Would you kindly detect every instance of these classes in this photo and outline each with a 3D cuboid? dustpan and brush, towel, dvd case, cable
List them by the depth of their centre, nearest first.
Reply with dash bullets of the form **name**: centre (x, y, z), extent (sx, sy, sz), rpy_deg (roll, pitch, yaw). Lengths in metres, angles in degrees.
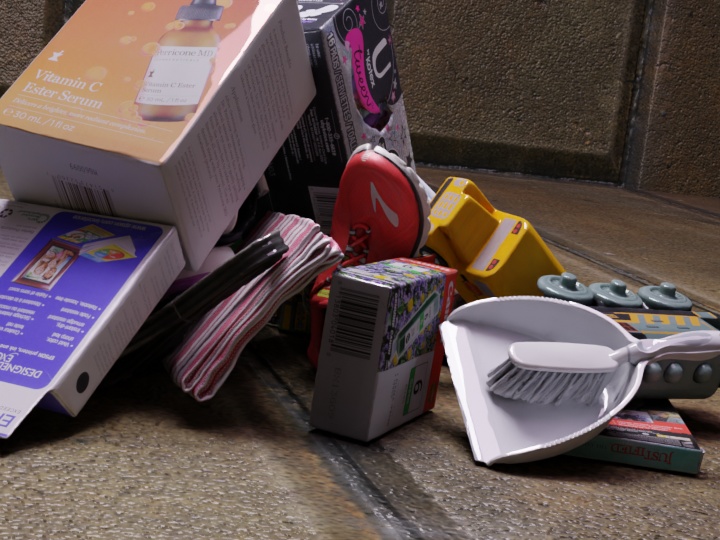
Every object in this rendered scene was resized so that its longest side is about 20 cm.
- **cable**: centre (-0.137, 0.024, 1.013), extent (0.200, 0.051, 0.097), rpy_deg (-41, -13, 37)
- **dustpan and brush**: centre (0.167, 0.065, 1.029), extent (0.198, 0.058, 0.140), rpy_deg (1, 44, -14)
- **towel**: centre (-0.087, 0.023, 1.071), extent (0.030, 0.147, 0.200), rpy_deg (43, -5, -14)
- **dvd case**: centre (0.171, 0.108, 1.121), extent (0.144, 0.022, 0.200), rpy_deg (8, 10, 1)

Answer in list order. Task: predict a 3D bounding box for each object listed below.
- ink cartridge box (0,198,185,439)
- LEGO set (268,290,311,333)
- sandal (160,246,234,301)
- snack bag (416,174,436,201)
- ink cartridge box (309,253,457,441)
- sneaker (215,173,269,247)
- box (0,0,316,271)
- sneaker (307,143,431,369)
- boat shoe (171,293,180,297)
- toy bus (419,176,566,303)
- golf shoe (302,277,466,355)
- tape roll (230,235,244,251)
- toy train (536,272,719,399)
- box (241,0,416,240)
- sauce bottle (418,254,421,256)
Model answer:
- **ink cartridge box**: centre (-0.246, 0.034, 0.980), extent (0.196, 0.044, 0.201), rpy_deg (10, 45, 27)
- **LEGO set**: centre (-0.077, -0.020, 1.396), extent (0.199, 0.117, 0.153), rpy_deg (16, 12, 43)
- **sandal**: centre (-0.176, 0.030, 1.116), extent (0.202, 0.050, 0.082), rpy_deg (-22, -10, 38)
- **snack bag**: centre (0.010, -0.054, 1.420), extent (0.188, 0.021, 0.200), rpy_deg (44, -28, -5)
- **ink cartridge box**: centre (0.031, 0.050, 1.079), extent (0.050, 0.110, 0.200), rpy_deg (13, 10, 22)
- **sneaker**: centre (-0.153, -0.045, 1.118), extent (0.198, 0.080, 0.129), rpy_deg (-4, -15, -44)
- **box**: centre (-0.146, -0.119, 1.069), extent (0.151, 0.107, 0.201), rpy_deg (13, 52, 22)
- **sneaker**: centre (0.000, 0.000, 1.140), extent (0.076, 0.202, 0.085), rpy_deg (21, 37, 17)
- **boat shoe**: centre (-0.175, -0.015, 1.328), extent (0.091, 0.071, 0.201), rpy_deg (41, 21, -11)
- **toy bus**: centre (0.126, 0.011, 1.218), extent (0.078, 0.065, 0.200), rpy_deg (20, -22, 49)
- **golf shoe**: centre (0.036, 0.042, 1.289), extent (0.198, 0.073, 0.092), rpy_deg (13, -6, -21)
- **tape roll**: centre (-0.176, -0.089, 1.303), extent (0.200, 0.048, 0.201), rpy_deg (33, 26, -18)
- **toy train**: centre (0.211, 0.060, 1.157), extent (0.198, 0.086, 0.114), rpy_deg (5, 21, -30)
- **box**: centre (-0.041, -0.133, 1.223), extent (0.131, 0.202, 0.115), rpy_deg (5, 36, 27)
- **sauce bottle**: centre (0.016, -0.030, 1.300), extent (0.198, 0.067, 0.066), rpy_deg (7, 8, 20)
